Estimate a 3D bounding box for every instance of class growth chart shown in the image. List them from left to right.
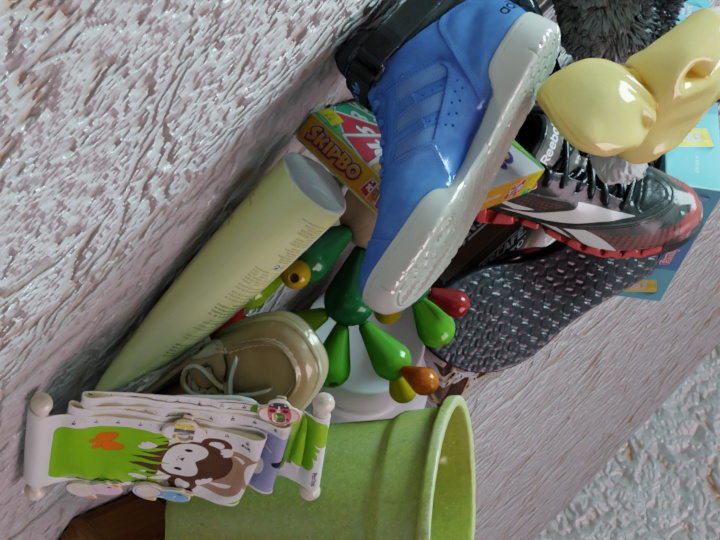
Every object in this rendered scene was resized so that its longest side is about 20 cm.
[{"bbox_3d":[-0.114,0.111,1.581,0.145,0.199,0.018,89,2,-57],"label":"growth chart"}]

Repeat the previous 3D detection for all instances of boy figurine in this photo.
[{"bbox_3d":[0.185,-0.112,1.554,0.200,0.064,0.125,-26,155,-36],"label":"boy figurine"}]

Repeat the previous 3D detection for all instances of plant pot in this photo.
[{"bbox_3d":[-0.028,0.177,1.702,0.200,0.183,0.201,3,90,-79],"label":"plant pot"}]

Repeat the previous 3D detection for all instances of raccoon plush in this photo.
[{"bbox_3d":[0.156,-0.161,1.586,0.096,0.201,0.134,-15,172,16],"label":"raccoon plush"}]

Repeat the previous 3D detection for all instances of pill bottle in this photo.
[{"bbox_3d":[-0.010,0.093,1.892,0.114,0.114,0.200,-40,164,-24],"label":"pill bottle"}]

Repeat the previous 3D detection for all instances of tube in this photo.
[{"bbox_3d":[-0.091,0.010,1.577,0.058,0.052,0.200,26,121,-35],"label":"tube"}]

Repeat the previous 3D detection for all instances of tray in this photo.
[{"bbox_3d":[-0.127,0.200,1.870,0.037,0.099,0.200,-54,164,24],"label":"tray"}]

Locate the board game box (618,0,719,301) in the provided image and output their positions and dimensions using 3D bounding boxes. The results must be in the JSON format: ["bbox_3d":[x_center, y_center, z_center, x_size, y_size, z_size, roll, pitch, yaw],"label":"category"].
[{"bbox_3d":[0.223,-0.103,1.928,0.151,0.047,0.201,111,-17,-55],"label":"board game box"}]

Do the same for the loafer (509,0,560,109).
[{"bbox_3d":[0.085,-0.145,1.640,0.072,0.073,0.200,-22,160,6],"label":"loafer"}]

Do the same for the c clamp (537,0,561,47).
[{"bbox_3d":[0.141,-0.173,1.784,0.200,0.027,0.171,-43,164,-12],"label":"c clamp"}]

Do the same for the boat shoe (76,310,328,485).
[{"bbox_3d":[-0.100,0.090,1.612,0.200,0.073,0.063,-34,-178,38],"label":"boat shoe"}]

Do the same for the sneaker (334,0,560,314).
[{"bbox_3d":[0.025,-0.080,1.506,0.200,0.111,0.077,-62,164,-5],"label":"sneaker"}]

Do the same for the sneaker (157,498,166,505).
[{"bbox_3d":[-0.061,0.144,1.828,0.200,0.074,0.088,22,111,-43],"label":"sneaker"}]

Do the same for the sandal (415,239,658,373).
[{"bbox_3d":[0.123,0.014,1.822,0.200,0.075,0.045,-25,-164,-24],"label":"sandal"}]

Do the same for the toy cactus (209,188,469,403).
[{"bbox_3d":[0.000,0.000,1.686,0.199,0.102,0.166,13,96,-32],"label":"toy cactus"}]

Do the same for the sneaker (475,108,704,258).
[{"bbox_3d":[0.145,-0.063,1.769,0.098,0.200,0.071,106,-2,-65],"label":"sneaker"}]

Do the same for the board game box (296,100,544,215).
[{"bbox_3d":[0.045,-0.075,1.630,0.030,0.096,0.200,-52,165,24],"label":"board game box"}]

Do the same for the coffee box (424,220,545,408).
[{"bbox_3d":[0.073,0.007,1.903,0.113,0.080,0.200,-40,154,-21],"label":"coffee box"}]
